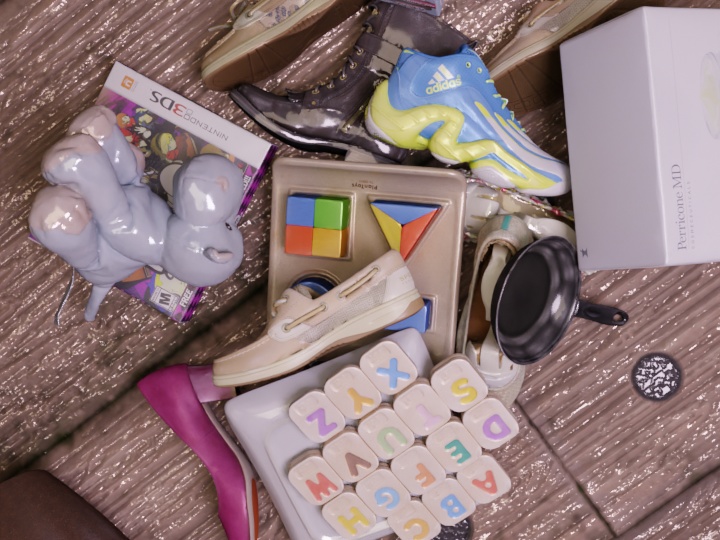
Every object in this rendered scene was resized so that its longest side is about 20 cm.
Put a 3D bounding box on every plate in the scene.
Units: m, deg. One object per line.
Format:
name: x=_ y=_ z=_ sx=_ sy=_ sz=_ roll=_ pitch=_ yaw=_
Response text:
plate: x=-0.002 y=0.177 z=0.869 sx=0.199 sy=0.032 sz=0.200 roll=-22 pitch=109 yaw=7

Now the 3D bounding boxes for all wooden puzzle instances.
wooden puzzle: x=0.000 y=0.000 z=0.864 sx=0.184 sy=0.046 sz=0.201 roll=5 pitch=105 yaw=11

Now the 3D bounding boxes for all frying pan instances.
frying pan: x=0.177 y=0.016 z=0.818 sx=0.031 sy=0.190 sz=0.115 roll=21 pitch=119 yaw=44

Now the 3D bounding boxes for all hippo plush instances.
hippo plush: x=-0.186 y=-0.039 z=0.820 sx=0.160 sy=0.159 sz=0.201 roll=8 pitch=91 yaw=6

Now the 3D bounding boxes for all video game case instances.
video game case: x=-0.206 y=-0.077 z=0.920 sx=0.181 sy=0.036 sz=0.201 roll=29 pitch=94 yaw=6

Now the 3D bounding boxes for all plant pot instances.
plant pot: x=-0.290 y=0.298 z=0.877 sx=0.187 sy=0.187 sz=0.200 roll=-41 pitch=72 yaw=5

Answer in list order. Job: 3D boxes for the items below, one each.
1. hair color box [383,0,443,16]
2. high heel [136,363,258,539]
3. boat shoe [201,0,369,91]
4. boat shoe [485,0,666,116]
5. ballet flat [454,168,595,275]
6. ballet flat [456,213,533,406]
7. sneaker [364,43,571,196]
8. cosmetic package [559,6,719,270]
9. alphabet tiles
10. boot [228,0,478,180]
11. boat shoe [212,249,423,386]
hair color box: x=0.049 y=-0.338 z=0.810 sx=0.099 sy=0.061 sz=0.201 roll=16 pitch=93 yaw=6
high heel: x=-0.155 y=0.189 z=0.902 sx=0.096 sy=0.067 sz=0.201 roll=-11 pitch=75 yaw=-2
boat shoe: x=-0.074 y=-0.245 z=0.891 sx=0.200 sy=0.073 sz=0.063 roll=-34 pitch=81 yaw=-5
boat shoe: x=0.183 y=-0.217 z=0.866 sx=0.200 sy=0.072 sz=0.065 roll=-35 pitch=50 yaw=17
ballet flat: x=0.141 y=-0.050 z=0.868 sx=0.199 sy=0.064 sz=0.076 roll=17 pitch=92 yaw=7
ballet flat: x=0.118 y=0.048 z=0.842 sx=0.067 sy=0.062 sz=0.201 roll=5 pitch=112 yaw=14
sneaker: x=0.109 y=-0.138 z=0.823 sx=0.199 sy=0.076 sz=0.105 roll=18 pitch=104 yaw=-7
cosmetic package: x=0.290 y=-0.107 z=0.784 sx=0.199 sy=0.123 sz=0.200 roll=-5 pitch=90 yaw=-20
alphabet tiles: x=0.037 y=0.162 z=0.837 sx=0.200 sy=0.015 sz=0.196 roll=-35 pitch=109 yaw=11
boot: x=-0.007 y=-0.190 z=0.887 sx=0.199 sy=0.069 sz=0.175 roll=23 pitch=92 yaw=-4
boat shoe: x=-0.046 y=0.044 z=0.820 sx=0.199 sy=0.072 sz=0.065 roll=-24 pitch=91 yaw=10
